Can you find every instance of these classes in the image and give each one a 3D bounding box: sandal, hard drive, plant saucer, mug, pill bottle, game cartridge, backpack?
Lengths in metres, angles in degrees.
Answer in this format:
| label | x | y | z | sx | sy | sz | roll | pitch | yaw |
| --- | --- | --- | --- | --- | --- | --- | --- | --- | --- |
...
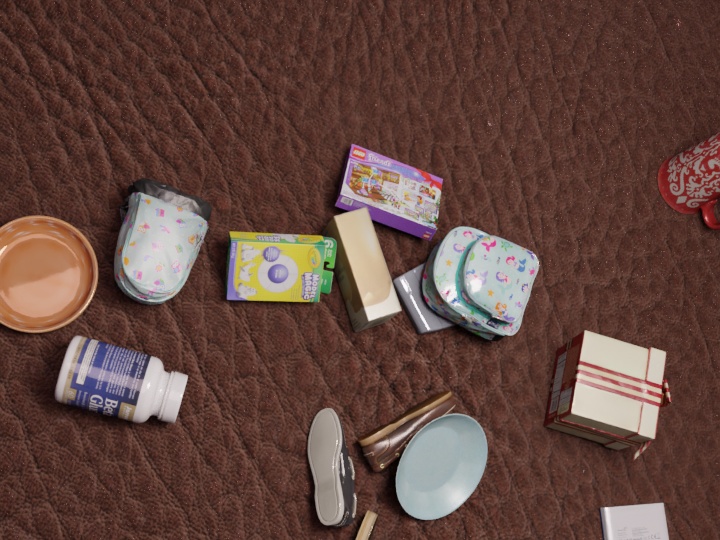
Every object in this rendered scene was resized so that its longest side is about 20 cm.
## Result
| label | x | y | z | sx | sy | sz | roll | pitch | yaw |
| --- | --- | --- | --- | --- | --- | --- | --- | --- | --- |
| sandal | -0.040 | 0.504 | 1.470 | 0.068 | 0.078 | 0.214 | 20 | 64 | 12 |
| hard drive | 0.526 | 0.548 | 1.627 | 0.129 | 0.025 | 0.205 | 0 | 75 | -15 |
| plant saucer | 0.137 | 0.342 | 1.536 | 0.198 | 0.039 | 0.205 | -11 | 112 | -28 |
| mug | 0.746 | -0.199 | 1.793 | 0.177 | 0.200 | 0.134 | 43 | 68 | 0 |
| pill bottle | -0.391 | 0.187 | 1.425 | 0.196 | 0.111 | 0.113 | 17 | 72 | -10 |
| game cartridge | 0.172 | 0.034 | 1.662 | 0.198 | 0.042 | 0.135 | -28 | 80 | -20 |
| plant saucer | -0.548 | 0.009 | 1.469 | 0.196 | 0.037 | 0.205 | 4 | 74 | -15 |
| backpack | 0.219 | 0.017 | 1.589 | 0.197 | 0.151 | 0.180 | 24 | 72 | -3 |
| backpack | -0.353 | -0.044 | 1.490 | 0.164 | 0.126 | 0.204 | 19 | 74 | -13 |

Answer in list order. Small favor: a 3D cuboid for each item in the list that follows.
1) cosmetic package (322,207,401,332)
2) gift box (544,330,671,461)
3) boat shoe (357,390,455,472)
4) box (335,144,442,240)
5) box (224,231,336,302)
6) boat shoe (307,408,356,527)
| label | x | y | z | sx | sy | sz | roll | pitch | yaw |
| --- | --- | --- | --- | --- | --- | --- | --- | --- | --- |
| cosmetic package | 0.000 | 0.000 | 1.587 | 0.070 | 0.105 | 0.204 | -15 | 78 | -20 |
| gift box | 0.461 | 0.244 | 1.614 | 0.183 | 0.185 | 0.204 | 15 | 75 | -2 |
| boat shoe | 0.091 | 0.289 | 1.556 | 0.197 | 0.070 | 0.071 | -28 | 88 | -13 |
| box | 0.058 | -0.150 | 1.653 | 0.196 | 0.039 | 0.139 | 20 | 51 | -9 |
| box | -0.140 | -0.004 | 1.548 | 0.196 | 0.049 | 0.120 | 1 | 115 | -16 |
| boat shoe | -0.044 | 0.344 | 1.506 | 0.060 | 0.073 | 0.204 | 29 | 44 | -49 |
